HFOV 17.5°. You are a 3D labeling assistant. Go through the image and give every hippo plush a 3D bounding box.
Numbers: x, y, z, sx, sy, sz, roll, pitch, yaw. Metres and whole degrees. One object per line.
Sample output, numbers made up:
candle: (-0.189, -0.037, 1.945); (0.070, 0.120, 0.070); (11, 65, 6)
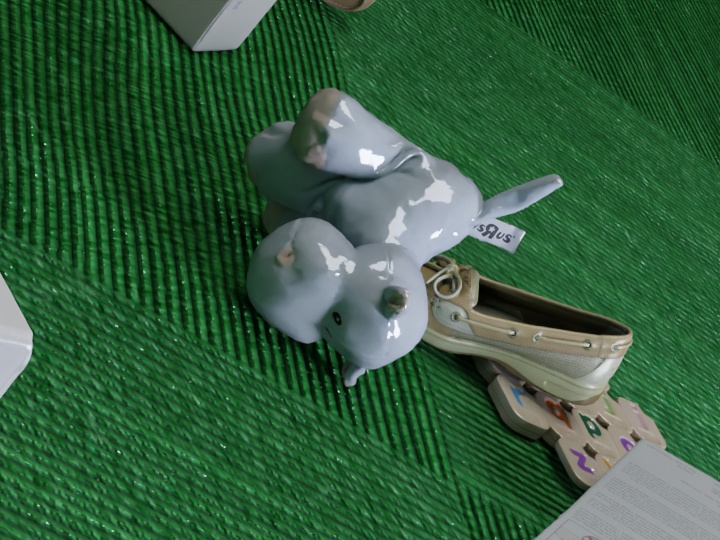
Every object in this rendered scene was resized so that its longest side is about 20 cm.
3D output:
hippo plush: (0.000, 0.000, 1.543); (0.199, 0.160, 0.162); (23, 55, -6)

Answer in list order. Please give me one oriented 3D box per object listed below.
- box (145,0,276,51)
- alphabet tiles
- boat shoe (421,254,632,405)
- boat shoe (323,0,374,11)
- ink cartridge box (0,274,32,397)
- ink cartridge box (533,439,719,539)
box: (-0.158, -0.263, 1.822); (0.200, 0.068, 0.082); (48, 22, 14)
alphabet tiles: (0.162, 0.109, 1.730); (0.199, 0.015, 0.196); (25, 27, -37)
boat shoe: (0.095, 0.027, 1.669); (0.200, 0.063, 0.073); (27, 29, -5)
boat shoe: (-0.069, -0.290, 2.044); (0.200, 0.071, 0.065); (40, 37, -11)
ink cartridge box: (-0.258, 0.036, 0.958); (0.199, 0.146, 0.084); (17, 30, -48)
ink cartridge box: (0.205, 0.203, 1.544); (0.162, 0.057, 0.200); (30, 38, 20)
